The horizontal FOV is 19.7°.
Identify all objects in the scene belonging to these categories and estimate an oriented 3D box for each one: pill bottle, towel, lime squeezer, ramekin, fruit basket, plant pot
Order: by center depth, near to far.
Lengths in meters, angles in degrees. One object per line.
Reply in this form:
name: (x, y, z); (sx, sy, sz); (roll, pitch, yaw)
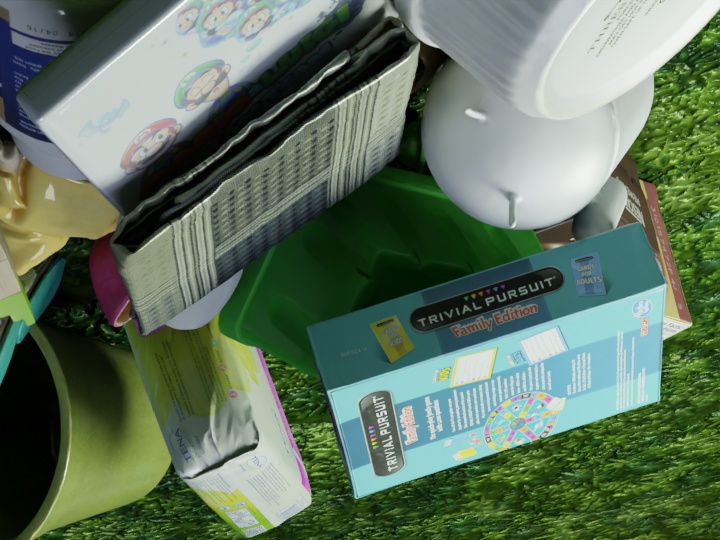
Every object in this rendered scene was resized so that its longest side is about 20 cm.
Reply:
ramekin: (0.121, -0.164, 1.048); (0.202, 0.094, 0.203); (-36, 161, -14)
pill bottle: (-0.149, -0.130, 1.081); (0.110, 0.111, 0.200); (-7, 155, -9)
towel: (-0.052, -0.049, 1.099); (0.192, 0.035, 0.200); (-36, 171, -11)
fruit basket: (0.000, 0.000, 1.337); (0.215, 0.216, 0.156); (11, 113, -40)
lime squeezer: (0.016, -0.084, 1.364); (0.071, 0.038, 0.200); (40, 133, -21)
plant pot: (-0.235, 0.116, 1.526); (0.200, 0.201, 0.190); (-24, 165, 27)

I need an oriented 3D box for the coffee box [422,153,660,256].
coffee box: (0.094, -0.028, 1.448); (0.199, 0.080, 0.113); (-21, 154, 20)

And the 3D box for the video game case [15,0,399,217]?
video game case: (-0.058, -0.112, 0.993); (0.200, 0.024, 0.182); (-40, 163, -3)

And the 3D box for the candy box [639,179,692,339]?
candy box: (0.143, 0.024, 1.541); (0.056, 0.117, 0.200); (13, 146, -44)

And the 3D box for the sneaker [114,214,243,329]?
sneaker: (-0.112, -0.022, 1.198); (0.075, 0.089, 0.200); (27, 141, 11)

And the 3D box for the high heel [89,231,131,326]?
high heel: (-0.089, -0.036, 1.332); (0.199, 0.096, 0.067); (-18, 155, 15)

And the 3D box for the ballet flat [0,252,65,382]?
ballet flat: (-0.248, 0.034, 1.342); (0.074, 0.075, 0.200); (-16, -161, 11)

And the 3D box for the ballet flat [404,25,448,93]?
ballet flat: (-0.036, -0.105, 1.236); (0.199, 0.063, 0.069); (-27, 117, 24)

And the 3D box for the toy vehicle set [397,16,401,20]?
toy vehicle set: (-0.024, -0.152, 1.058); (0.200, 0.027, 0.124); (-21, 154, -50)

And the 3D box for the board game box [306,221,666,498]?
board game box: (0.077, 0.055, 1.218); (0.199, 0.047, 0.151); (-17, 150, -3)

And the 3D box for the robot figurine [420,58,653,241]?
robot figurine: (0.103, -0.094, 1.202); (0.113, 0.170, 0.200); (-30, -170, 30)

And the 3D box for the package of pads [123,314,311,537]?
package of pads: (-0.106, 0.068, 1.426); (0.068, 0.201, 0.155); (-24, 155, 3)

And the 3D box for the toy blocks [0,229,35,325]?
toy blocks: (-0.285, -0.032, 1.177); (0.136, 0.100, 0.201); (-22, 129, -5)

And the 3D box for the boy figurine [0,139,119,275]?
boy figurine: (-0.177, -0.059, 1.284); (0.124, 0.065, 0.200); (3, 153, -30)
